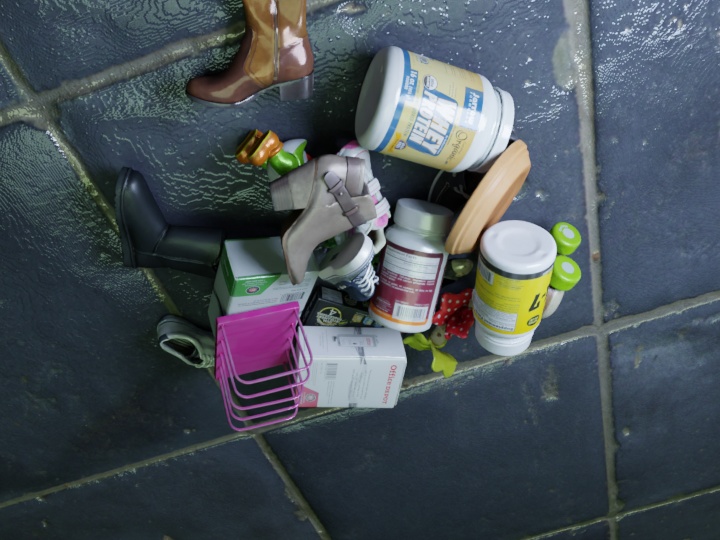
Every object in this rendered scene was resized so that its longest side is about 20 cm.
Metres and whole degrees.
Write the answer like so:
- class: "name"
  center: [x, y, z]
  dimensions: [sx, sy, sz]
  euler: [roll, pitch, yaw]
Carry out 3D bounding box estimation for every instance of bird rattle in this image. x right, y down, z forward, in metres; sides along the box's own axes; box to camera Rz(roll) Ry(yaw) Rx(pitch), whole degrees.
- class: "bird rattle"
  center: [0.167, 0.090, 1.148]
  dimensions: [0.112, 0.163, 0.201]
  euler: [33, 133, 17]

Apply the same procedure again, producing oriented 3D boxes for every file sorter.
- class: "file sorter"
  center: [-0.165, 0.170, 1.046]
  dimensions: [0.137, 0.126, 0.201]
  euler: [-10, 148, -21]

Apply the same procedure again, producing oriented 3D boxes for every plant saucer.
- class: "plant saucer"
  center: [0.201, -0.104, 0.944]
  dimensions: [0.037, 0.200, 0.201]
  euler: [35, 123, 13]

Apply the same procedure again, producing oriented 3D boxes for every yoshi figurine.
- class: "yoshi figurine"
  center: [-0.109, -0.124, 0.972]
  dimensions: [0.111, 0.113, 0.200]
  euler: [-27, 131, 33]

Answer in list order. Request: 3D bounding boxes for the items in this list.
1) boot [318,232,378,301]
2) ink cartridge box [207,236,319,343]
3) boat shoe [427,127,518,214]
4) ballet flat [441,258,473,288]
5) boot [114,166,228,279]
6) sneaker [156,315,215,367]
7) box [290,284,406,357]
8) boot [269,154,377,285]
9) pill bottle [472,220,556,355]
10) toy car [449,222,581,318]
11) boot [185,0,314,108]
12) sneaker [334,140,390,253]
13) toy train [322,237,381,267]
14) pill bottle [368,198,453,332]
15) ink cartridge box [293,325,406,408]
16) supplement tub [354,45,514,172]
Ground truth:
- class: "boot"
  center: [0.000, 0.000, 0.965]
  dimensions: [0.090, 0.200, 0.073]
  euler: [36, 77, -12]
- class: "ink cartridge box"
  center: [-0.170, 0.038, 1.045]
  dimensions: [0.145, 0.084, 0.201]
  euler: [-6, 144, -29]
- class: "boat shoe"
  center: [0.183, -0.155, 1.009]
  dimensions: [0.073, 0.061, 0.200]
  euler: [24, 122, -30]
- class: "ballet flat"
  center: [0.126, 0.032, 1.116]
  dimensions: [0.066, 0.057, 0.199]
  euler: [21, 141, -37]
- class: "boot"
  center: [-0.298, -0.072, 0.992]
  dimensions: [0.166, 0.077, 0.201]
  euler: [5, 133, -8]
- class: "sneaker"
  center: [-0.297, 0.157, 1.174]
  dimensions: [0.198, 0.071, 0.073]
  euler: [25, 120, -24]
- class: "box"
  center: [-0.021, 0.121, 1.200]
  dimensions: [0.198, 0.049, 0.162]
  euler: [17, 127, -20]
- class: "boot"
  center: [-0.048, -0.072, 0.899]
  dimensions: [0.144, 0.071, 0.202]
  euler: [-11, 130, -4]
- class: "pill bottle"
  center: [0.236, 0.033, 0.972]
  dimensions: [0.113, 0.115, 0.202]
  euler: [-6, 132, -4]
- class: "toy car"
  center: [0.257, -0.013, 1.086]
  dimensions: [0.198, 0.159, 0.165]
  euler: [21, 140, -4]
- class: "boot"
  center: [-0.154, -0.326, 0.826]
  dimensions: [0.186, 0.069, 0.202]
  euler: [-4, 127, -4]
- class: "sneaker"
  center: [0.007, -0.107, 0.957]
  dimensions: [0.081, 0.088, 0.201]
  euler: [-40, 142, -29]
- class: "toy train"
  center: [0.023, -0.035, 1.095]
  dimensions: [0.198, 0.042, 0.057]
  euler: [12, 136, -16]
- class: "pill bottle"
  center: [0.086, -0.010, 1.026]
  dimensions: [0.113, 0.114, 0.202]
  euler: [8, 109, -14]
- class: "ink cartridge box"
  center: [-0.025, 0.185, 1.167]
  dimensions: [0.197, 0.083, 0.148]
  euler: [2, 130, -9]
- class: "supplement tub"
  center: [0.104, -0.226, 0.890]
  dimensions: [0.198, 0.145, 0.146]
  euler: [12, 125, -16]
